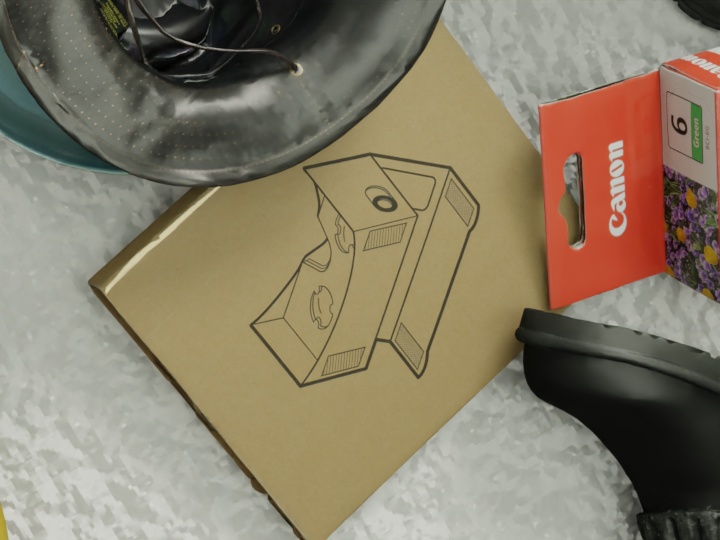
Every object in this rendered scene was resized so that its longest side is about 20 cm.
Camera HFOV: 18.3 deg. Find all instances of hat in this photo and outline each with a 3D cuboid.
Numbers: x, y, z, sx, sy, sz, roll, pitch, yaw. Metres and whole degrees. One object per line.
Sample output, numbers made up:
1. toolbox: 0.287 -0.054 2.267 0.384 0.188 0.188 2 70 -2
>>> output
1. hat: -0.065 -0.130 0.947 0.200 0.081 0.201 0 89 -16

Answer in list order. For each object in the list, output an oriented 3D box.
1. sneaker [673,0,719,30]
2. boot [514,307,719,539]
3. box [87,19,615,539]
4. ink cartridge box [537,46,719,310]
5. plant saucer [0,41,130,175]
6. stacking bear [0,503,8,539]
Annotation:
1. sneaker: 0.162 -0.170 1.041 0.200 0.091 0.076 26 81 -17
2. boot: 0.141 0.118 1.029 0.211 0.079 0.158 25 82 -22
3. box: 0.000 0.000 1.012 0.200 0.021 0.164 -43 111 -13
4. ink cartridge box: 0.181 -0.048 1.038 0.200 0.050 0.109 -17 117 -23
5. plant saucer: -0.106 -0.142 0.991 0.200 0.027 0.200 0 89 -18
6. stacking bear: -0.190 0.115 0.924 0.114 0.121 0.200 -28 105 -18
